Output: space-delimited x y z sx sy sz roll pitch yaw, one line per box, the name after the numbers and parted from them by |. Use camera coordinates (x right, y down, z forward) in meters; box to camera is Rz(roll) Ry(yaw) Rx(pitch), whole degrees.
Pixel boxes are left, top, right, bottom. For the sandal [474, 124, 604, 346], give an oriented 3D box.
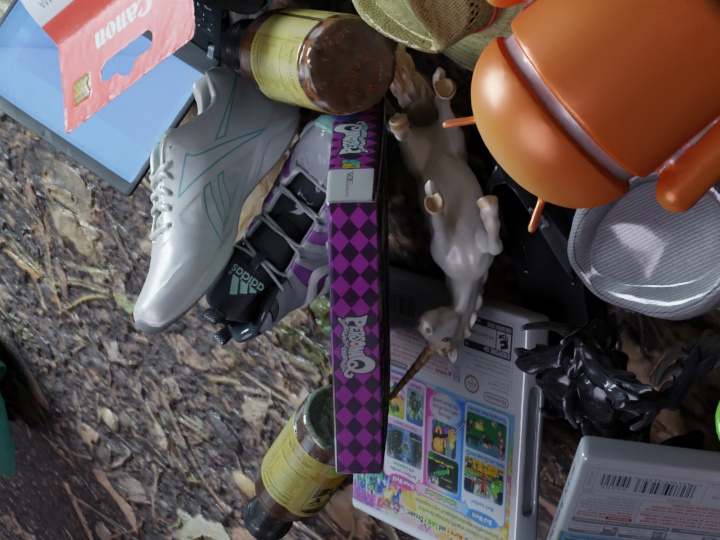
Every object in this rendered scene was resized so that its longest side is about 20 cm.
0.116 -0.022 1.478 0.076 0.043 0.200 12 130 43 | sandal

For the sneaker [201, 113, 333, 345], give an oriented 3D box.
-0.060 -0.012 1.600 0.078 0.140 0.200 39 145 17 | sneaker

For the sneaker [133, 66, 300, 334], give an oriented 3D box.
-0.117 -0.050 1.571 0.080 0.201 0.070 33 157 -20 | sneaker

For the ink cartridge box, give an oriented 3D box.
-0.181 -0.214 1.517 0.162 0.050 0.200 -30 59 44 | ink cartridge box

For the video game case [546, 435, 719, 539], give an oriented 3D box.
0.221 0.177 1.466 0.200 0.022 0.182 7 139 -4 | video game case

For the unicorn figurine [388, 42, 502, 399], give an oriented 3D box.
0.054 -0.035 1.450 0.074 0.200 0.137 0 158 4 | unicorn figurine

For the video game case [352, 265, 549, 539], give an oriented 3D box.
0.058 0.101 1.579 0.200 0.024 0.182 18 109 55 | video game case

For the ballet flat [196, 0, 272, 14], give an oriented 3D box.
-0.073 -0.232 1.461 0.200 0.068 0.068 112 153 -51 | ballet flat

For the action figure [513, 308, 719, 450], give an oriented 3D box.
0.174 0.079 1.458 0.119 0.102 0.200 10 145 43 | action figure

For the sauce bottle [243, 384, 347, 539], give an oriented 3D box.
-0.046 0.159 1.816 0.065 0.065 0.200 45 147 8 | sauce bottle

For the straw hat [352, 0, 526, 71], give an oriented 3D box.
0.039 -0.181 1.380 0.201 0.085 0.201 29 140 28 | straw hat

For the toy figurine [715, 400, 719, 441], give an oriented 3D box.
0.291 0.168 1.357 0.200 0.150 0.184 21 141 13 | toy figurine

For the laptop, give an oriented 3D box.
-0.192 -0.190 1.618 0.177 0.103 0.200 33 142 23 | laptop

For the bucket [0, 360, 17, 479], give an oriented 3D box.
-0.419 0.130 2.095 0.207 0.207 0.135 18 126 38 | bucket

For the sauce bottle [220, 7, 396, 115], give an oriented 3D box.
-0.040 -0.140 1.490 0.066 0.066 0.200 63 167 -18 | sauce bottle

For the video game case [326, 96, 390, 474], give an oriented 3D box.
0.000 0.000 1.484 0.036 0.181 0.200 0 120 2 | video game case

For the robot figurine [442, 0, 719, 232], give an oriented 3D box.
0.142 -0.115 1.248 0.144 0.200 0.117 38 -162 -36 | robot figurine

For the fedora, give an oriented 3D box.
0.186 -0.031 1.348 0.200 0.090 0.177 -16 109 54 | fedora
